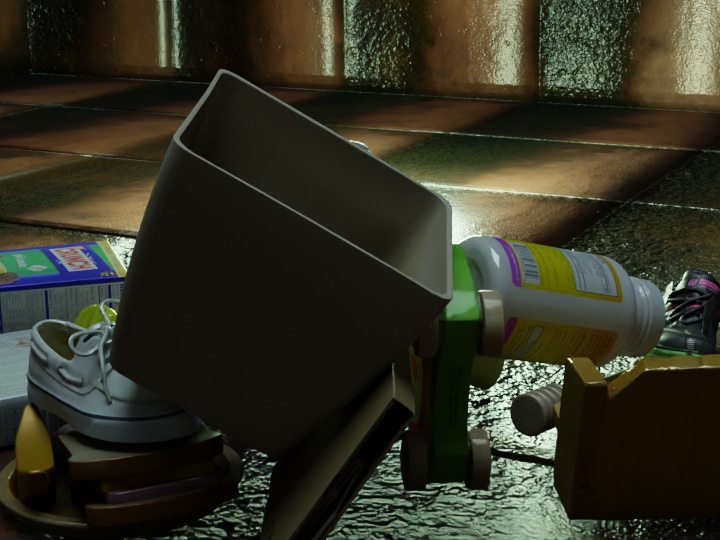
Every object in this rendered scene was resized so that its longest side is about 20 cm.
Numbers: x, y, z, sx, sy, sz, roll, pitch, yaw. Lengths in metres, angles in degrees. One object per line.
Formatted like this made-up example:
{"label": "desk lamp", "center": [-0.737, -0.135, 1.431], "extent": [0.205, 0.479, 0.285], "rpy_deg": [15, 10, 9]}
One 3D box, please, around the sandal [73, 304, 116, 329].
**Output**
{"label": "sandal", "center": [-0.172, 0.080, 1.107], "extent": [0.199, 0.080, 0.087], "rpy_deg": [12, -12, 47]}

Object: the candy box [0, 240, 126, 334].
{"label": "candy box", "center": [-0.347, 0.028, 1.429], "extent": [0.199, 0.078, 0.169], "rpy_deg": [-4, 14, -19]}

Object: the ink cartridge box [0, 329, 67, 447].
{"label": "ink cartridge box", "center": [-0.331, 0.105, 1.207], "extent": [0.159, 0.048, 0.200], "rpy_deg": [-10, 15, -30]}

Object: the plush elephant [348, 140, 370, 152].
{"label": "plush elephant", "center": [-0.070, -0.026, 1.502], "extent": [0.164, 0.201, 0.155], "rpy_deg": [4, 38, 23]}

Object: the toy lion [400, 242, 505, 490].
{"label": "toy lion", "center": [0.059, 0.063, 1.067], "extent": [0.068, 0.201, 0.192], "rpy_deg": [-1, 33, -6]}

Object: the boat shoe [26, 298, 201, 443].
{"label": "boat shoe", "center": [-0.185, 0.066, 0.999], "extent": [0.074, 0.087, 0.202], "rpy_deg": [-11, 15, -36]}

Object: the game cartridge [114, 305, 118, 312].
{"label": "game cartridge", "center": [-0.159, 0.050, 1.228], "extent": [0.199, 0.032, 0.177], "rpy_deg": [14, 59, 48]}

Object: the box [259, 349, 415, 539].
{"label": "box", "center": [-0.017, 0.119, 0.939], "extent": [0.021, 0.164, 0.200], "rpy_deg": [33, 13, -8]}

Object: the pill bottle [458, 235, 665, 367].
{"label": "pill bottle", "center": [0.173, 0.032, 1.221], "extent": [0.199, 0.105, 0.104], "rpy_deg": [9, 9, -28]}

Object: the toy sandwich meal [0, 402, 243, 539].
{"label": "toy sandwich meal", "center": [-0.179, 0.137, 1.018], "extent": [0.204, 0.071, 0.205], "rpy_deg": [0, 15, 0]}

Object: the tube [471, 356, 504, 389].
{"label": "tube", "center": [0.033, 0.059, 1.222], "extent": [0.199, 0.058, 0.052], "rpy_deg": [15, 34, -18]}

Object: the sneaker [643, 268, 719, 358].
{"label": "sneaker", "center": [0.312, 0.045, 1.312], "extent": [0.076, 0.084, 0.200], "rpy_deg": [17, 18, 7]}

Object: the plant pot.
{"label": "plant pot", "center": [-0.065, 0.005, 0.951], "extent": [0.199, 0.178, 0.200], "rpy_deg": [29, 20, -8]}

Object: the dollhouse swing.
{"label": "dollhouse swing", "center": [0.245, 0.089, 1.027], "extent": [0.199, 0.183, 0.176], "rpy_deg": [-1, 35, -1]}

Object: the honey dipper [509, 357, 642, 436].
{"label": "honey dipper", "center": [0.204, 0.105, 1.202], "extent": [0.038, 0.038, 0.199], "rpy_deg": [13, 17, 41]}
